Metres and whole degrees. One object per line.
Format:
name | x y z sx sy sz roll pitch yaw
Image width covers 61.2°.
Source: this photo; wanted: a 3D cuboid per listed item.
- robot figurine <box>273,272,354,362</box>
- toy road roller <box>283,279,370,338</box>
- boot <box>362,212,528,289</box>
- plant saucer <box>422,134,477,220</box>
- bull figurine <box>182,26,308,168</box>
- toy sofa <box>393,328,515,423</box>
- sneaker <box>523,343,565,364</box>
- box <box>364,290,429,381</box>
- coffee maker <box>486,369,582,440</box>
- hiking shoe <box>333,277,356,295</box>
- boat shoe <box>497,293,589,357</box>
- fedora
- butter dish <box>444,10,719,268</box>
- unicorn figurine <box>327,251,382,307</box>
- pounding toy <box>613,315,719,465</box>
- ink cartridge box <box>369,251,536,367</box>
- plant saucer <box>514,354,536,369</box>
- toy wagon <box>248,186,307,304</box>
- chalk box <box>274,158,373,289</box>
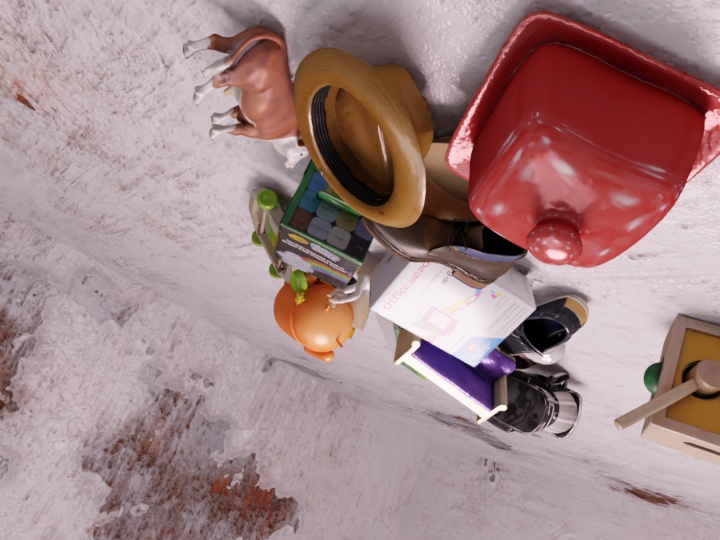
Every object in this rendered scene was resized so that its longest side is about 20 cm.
robot figurine | -0.083 0.078 1.082 0.116 0.145 0.199 24 178 -28
toy road roller | -0.064 0.051 1.256 0.198 0.124 0.146 23 176 12
boot | 0.105 -0.048 0.732 0.198 0.076 0.097 22 152 -19
plant saucer | 0.134 -0.098 0.700 0.198 0.036 0.201 23 162 7
bull figurine | -0.118 -0.189 0.688 0.120 0.066 0.201 -10 152 -2
toy sofa | 0.159 0.151 0.996 0.199 0.083 0.098 37 124 -13
sneaker | 0.261 0.109 1.092 0.198 0.076 0.092 -2 142 40
box | 0.067 0.090 1.106 0.202 0.036 0.144 66 164 -17
coffee maker | 0.330 0.273 1.254 0.190 0.137 0.199 -8 162 38
hiking shoe | -0.073 -0.037 1.089 0.100 0.076 0.201 14 148 54
boat shoe | 0.273 0.097 0.962 0.075 0.062 0.200 47 147 -2
fedora | 0.015 -0.140 0.614 0.200 0.082 0.202 39 155 22
butter dish | 0.172 -0.070 0.505 0.198 0.149 0.200 25 148 -2
unicorn figurine | 0.000 0.000 0.969 0.201 0.136 0.074 59 175 6
pounding toy | 0.452 0.167 0.801 0.198 0.186 0.142 16 161 23
ink cartridge box | 0.129 0.032 0.890 0.199 0.085 0.145 30 121 -15
plant saucer | 0.276 0.157 1.253 0.198 0.035 0.201 21 161 8
toy wagon | -0.134 -0.039 1.020 0.201 0.039 0.155 60 158 13
chalk box | -0.037 -0.073 0.850 0.124 0.125 0.200 26 161 -5
